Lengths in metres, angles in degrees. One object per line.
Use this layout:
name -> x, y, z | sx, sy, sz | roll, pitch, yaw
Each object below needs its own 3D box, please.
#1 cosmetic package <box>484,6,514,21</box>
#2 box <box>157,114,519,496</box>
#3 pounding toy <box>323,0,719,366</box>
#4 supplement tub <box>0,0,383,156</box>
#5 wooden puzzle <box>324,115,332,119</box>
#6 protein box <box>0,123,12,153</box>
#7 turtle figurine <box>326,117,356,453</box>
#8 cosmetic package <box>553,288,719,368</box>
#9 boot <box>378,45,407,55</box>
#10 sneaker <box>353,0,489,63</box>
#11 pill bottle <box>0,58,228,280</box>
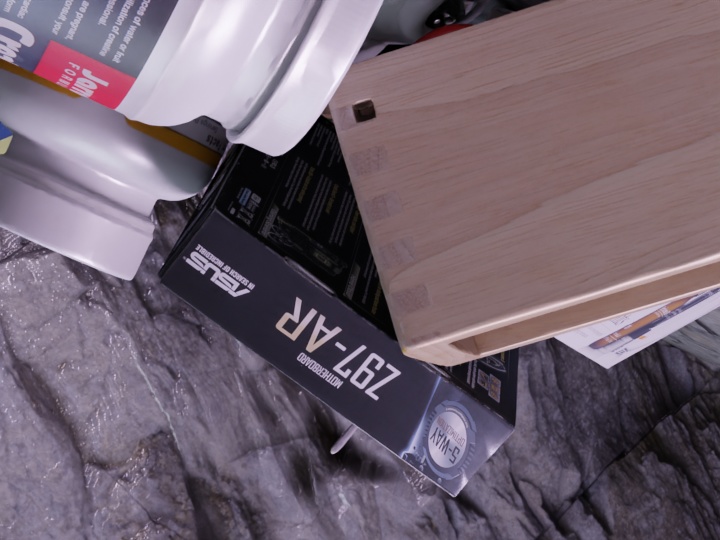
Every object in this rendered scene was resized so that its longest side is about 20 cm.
cosmetic package -> 0.116, -0.057, 0.960 | 0.073, 0.104, 0.200 | 23, 180, 29
box -> 0.000, 0.000, 0.823 | 0.160, 0.044, 0.200 | 36, -160, -9
pounding toy -> 0.069, -0.049, 0.687 | 0.184, 0.142, 0.200 | -17, 173, 7
supplement tub -> -0.092, -0.134, 0.589 | 0.200, 0.140, 0.140 | 24, 179, -14
wooden puzzle -> 0.015, -0.057, 1.146 | 0.200, 0.185, 0.037 | 23, 156, -17
protein box -> -0.212, -0.146, 1.165 | 0.135, 0.199, 0.200 | 25, 179, -32
turtle figurine -> 0.026, -0.033, 1.074 | 0.144, 0.200, 0.194 | 42, -137, 19
cosmetic package -> 0.157, -0.017, 0.845 | 0.052, 0.151, 0.200 | 61, -169, 15
boot -> -0.067, -0.147, 1.011 | 0.211, 0.080, 0.158 | 13, -169, -25
sneaker -> 0.018, -0.119, 0.773 | 0.071, 0.073, 0.200 | 27, 179, 2
pill bottle -> -0.103, -0.102, 0.823 | 0.113, 0.200, 0.113 | 24, 179, 0
